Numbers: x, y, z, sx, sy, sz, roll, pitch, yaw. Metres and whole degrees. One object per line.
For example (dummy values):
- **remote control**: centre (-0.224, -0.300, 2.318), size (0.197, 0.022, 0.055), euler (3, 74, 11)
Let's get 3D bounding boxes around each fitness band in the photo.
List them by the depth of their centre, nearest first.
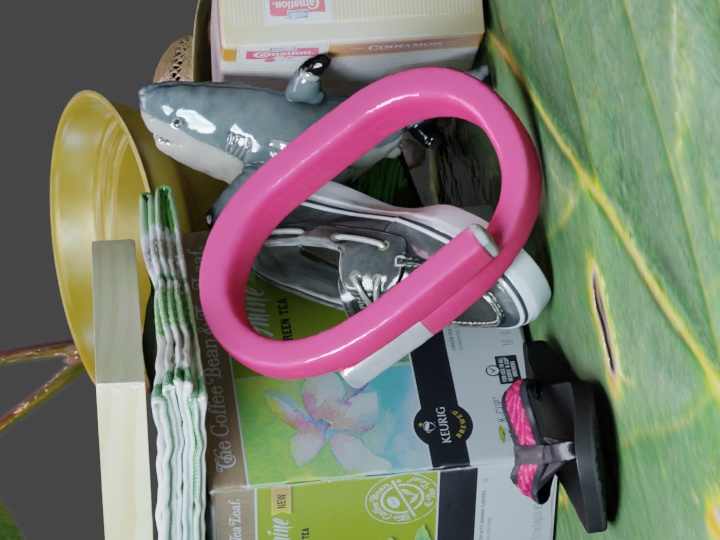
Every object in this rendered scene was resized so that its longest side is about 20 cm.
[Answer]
- **fitness band**: centre (0.003, -0.023, 1.491), size (0.037, 0.200, 0.144), euler (44, -169, -52)

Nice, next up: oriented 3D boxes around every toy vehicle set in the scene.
- **toy vehicle set**: centre (-0.136, 0.077, 1.595), size (0.200, 0.026, 0.125), euler (-105, 13, -66)

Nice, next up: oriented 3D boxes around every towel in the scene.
- **towel**: centre (-0.109, 0.066, 1.557), size (0.200, 0.031, 0.150), euler (-104, 15, -55)

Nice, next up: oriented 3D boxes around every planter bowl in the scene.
- **planter bowl**: centre (-0.124, -0.018, 1.763), size (0.200, 0.083, 0.202), euler (171, 90, -66)

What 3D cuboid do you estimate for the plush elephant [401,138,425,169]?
- **plush elephant**: centre (-0.020, -0.059, 2.002), size (0.164, 0.155, 0.201), euler (18, -80, -55)

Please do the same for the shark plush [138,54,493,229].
- **shark plush**: centre (-0.025, -0.085, 1.615), size (0.091, 0.199, 0.084), euler (-65, -35, -53)

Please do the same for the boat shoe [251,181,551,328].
- **boat shoe**: centre (0.017, 0.005, 1.537), size (0.199, 0.071, 0.072), euler (14, 140, 45)

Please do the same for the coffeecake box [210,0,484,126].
- **coffeecake box**: centre (-0.012, -0.143, 1.692), size (0.200, 0.153, 0.074), euler (109, 157, -77)

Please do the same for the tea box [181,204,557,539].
- **tea box**: centre (-0.002, 0.084, 1.614), size (0.134, 0.196, 0.201), euler (90, 172, -46)

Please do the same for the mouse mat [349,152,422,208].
- **mouse mat**: centre (0.000, 0.000, 1.838), size (0.161, 0.007, 0.201), euler (-109, 30, -51)

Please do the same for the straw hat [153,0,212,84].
- **straw hat**: centre (-0.092, -0.115, 1.877), size (0.201, 0.085, 0.202), euler (10, -102, -59)

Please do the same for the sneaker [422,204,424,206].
- **sneaker**: centre (0.039, -0.008, 1.850), size (0.200, 0.075, 0.088), euler (-107, 27, -47)

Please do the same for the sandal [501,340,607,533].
- **sandal**: centre (0.092, 0.085, 1.423), size (0.200, 0.045, 0.076), euler (-121, 25, -77)
